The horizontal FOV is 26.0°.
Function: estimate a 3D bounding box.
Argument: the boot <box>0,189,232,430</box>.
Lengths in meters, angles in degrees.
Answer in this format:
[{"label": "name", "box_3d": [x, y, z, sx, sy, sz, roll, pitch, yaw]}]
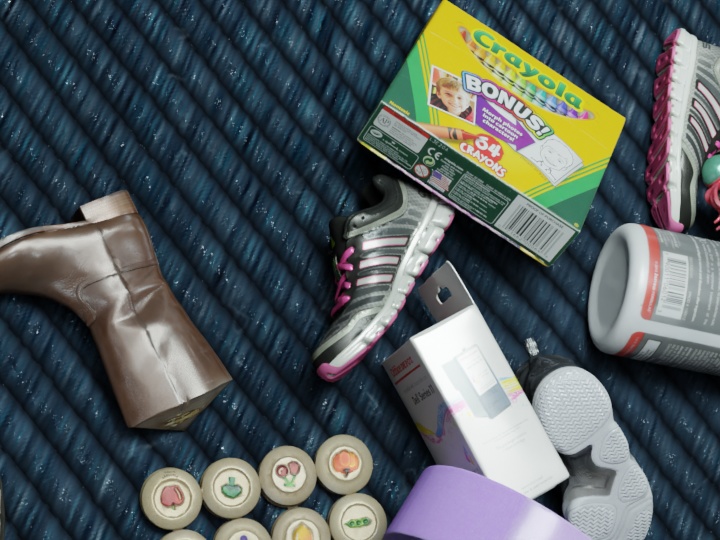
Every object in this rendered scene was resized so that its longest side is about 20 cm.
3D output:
[{"label": "boot", "box_3d": [-0.221, 0.057, 1.263, 0.185, 0.064, 0.201, -26, 87, -16]}]

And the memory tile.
[{"label": "memory tile", "box_3d": [-0.072, 0.222, 1.273, 0.198, 0.017, 0.154, -9, 78, -16]}]

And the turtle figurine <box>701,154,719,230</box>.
[{"label": "turtle figurine", "box_3d": [0.369, -0.069, 1.386, 0.199, 0.101, 0.150, 33, 32, -27]}]

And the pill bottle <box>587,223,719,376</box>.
[{"label": "pill bottle", "box_3d": [0.310, 0.033, 1.363, 0.198, 0.116, 0.117, 12, 73, -10]}]

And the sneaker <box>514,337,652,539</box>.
[{"label": "sneaker", "box_3d": [0.185, 0.148, 1.324, 0.075, 0.114, 0.201, -23, 117, -3]}]

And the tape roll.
[{"label": "tape roll", "box_3d": [0.117, 0.236, 1.217, 0.200, 0.200, 0.066, 36, 70, -2]}]

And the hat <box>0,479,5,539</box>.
[{"label": "hat", "box_3d": [-0.360, 0.186, 1.183, 0.199, 0.081, 0.202, 1, 82, -9]}]

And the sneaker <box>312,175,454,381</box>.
[{"label": "sneaker", "box_3d": [0.000, 0.000, 1.315, 0.087, 0.074, 0.201, 33, 66, -3]}]

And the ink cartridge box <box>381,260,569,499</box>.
[{"label": "ink cartridge box", "box_3d": [0.082, 0.104, 1.288, 0.067, 0.117, 0.201, -26, 83, -16]}]

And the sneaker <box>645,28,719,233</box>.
[{"label": "sneaker", "box_3d": [0.315, -0.125, 1.429, 0.087, 0.074, 0.201, 10, 68, -4]}]

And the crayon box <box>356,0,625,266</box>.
[{"label": "crayon box", "box_3d": [0.118, -0.123, 1.357, 0.199, 0.058, 0.173, 33, 46, -4]}]
